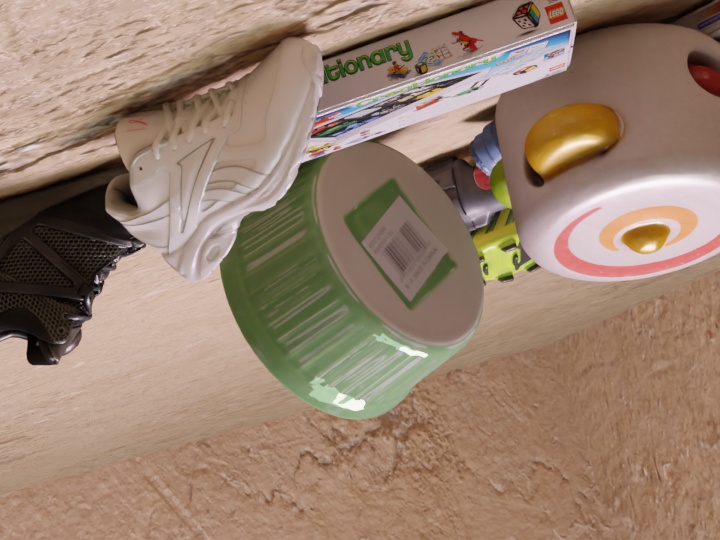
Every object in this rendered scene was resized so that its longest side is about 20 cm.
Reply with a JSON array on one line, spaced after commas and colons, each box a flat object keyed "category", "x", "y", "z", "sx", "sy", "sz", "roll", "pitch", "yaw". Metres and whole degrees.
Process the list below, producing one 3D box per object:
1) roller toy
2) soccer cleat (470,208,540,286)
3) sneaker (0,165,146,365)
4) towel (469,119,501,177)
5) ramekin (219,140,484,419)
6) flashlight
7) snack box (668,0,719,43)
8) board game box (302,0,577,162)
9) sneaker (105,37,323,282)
[{"category": "roller toy", "x": 0.195, "y": -0.078, "z": 1.514, "sx": 0.181, "sy": 0.141, "sz": 0.200, "roll": -6, "pitch": 154, "yaw": -7}, {"category": "soccer cleat", "x": 0.152, "y": -0.059, "z": 1.820, "sx": 0.199, "sy": 0.084, "sz": 0.065, "roll": -32, "pitch": 152, "yaw": -4}, {"category": "sneaker", "x": -0.177, "y": -0.004, "z": 1.397, "sx": 0.198, "sy": 0.115, "sz": 0.076, "roll": -19, "pitch": 175, "yaw": -11}, {"category": "towel", "x": 0.191, "y": -0.116, "z": 1.646, "sx": 0.199, "sy": 0.049, "sz": 0.112, "roll": -25, "pitch": 140, "yaw": 28}, {"category": "ramekin", "x": 0.000, "y": 0.000, "z": 1.569, "sx": 0.097, "sy": 0.201, "sz": 0.199, "roll": -33, "pitch": 165, "yaw": 37}, {"category": "flashlight", "x": 0.142, "y": -0.092, "z": 1.759, "sx": 0.199, "sy": 0.068, "sz": 0.068, "roll": -17, "pitch": 132, "yaw": 22}, {"category": "snack box", "x": 0.315, "y": -0.193, "z": 1.585, "sx": 0.199, "sy": 0.024, "sz": 0.072, "roll": -13, "pitch": 171, "yaw": -41}, {"category": "board game box", "x": 0.039, "y": -0.125, "z": 1.352, "sx": 0.199, "sy": 0.035, "sz": 0.126, "roll": -19, "pitch": 172, "yaw": 0}, {"category": "sneaker", "x": -0.094, "y": -0.073, "z": 1.256, "sx": 0.099, "sy": 0.078, "sz": 0.200, "roll": 26, "pitch": 132, "yaw": -17}]
